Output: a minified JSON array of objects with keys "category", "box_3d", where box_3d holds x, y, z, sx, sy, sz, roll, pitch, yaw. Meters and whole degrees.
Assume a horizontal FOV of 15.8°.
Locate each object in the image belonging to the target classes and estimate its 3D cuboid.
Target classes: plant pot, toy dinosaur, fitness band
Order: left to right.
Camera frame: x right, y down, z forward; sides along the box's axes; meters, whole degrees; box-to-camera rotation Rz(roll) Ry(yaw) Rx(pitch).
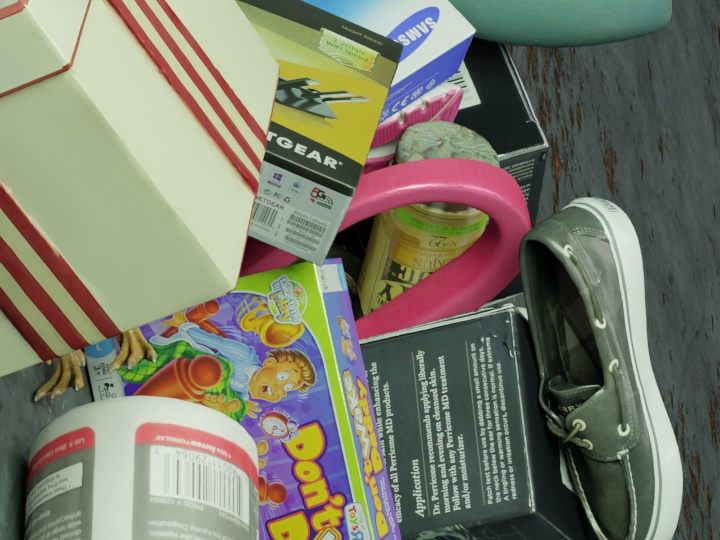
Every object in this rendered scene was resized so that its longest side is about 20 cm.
[{"category":"toy dinosaur","box_3d":[-0.141,-0.001,1.261,0.200,0.060,0.107,-53,126,-67]},{"category":"fitness band","box_3d":[0.000,0.000,1.410,0.143,0.200,0.038,29,38,-42]},{"category":"plant pot","box_3d":[0.081,-0.211,1.493,0.200,0.134,0.201,160,-90,-87]}]

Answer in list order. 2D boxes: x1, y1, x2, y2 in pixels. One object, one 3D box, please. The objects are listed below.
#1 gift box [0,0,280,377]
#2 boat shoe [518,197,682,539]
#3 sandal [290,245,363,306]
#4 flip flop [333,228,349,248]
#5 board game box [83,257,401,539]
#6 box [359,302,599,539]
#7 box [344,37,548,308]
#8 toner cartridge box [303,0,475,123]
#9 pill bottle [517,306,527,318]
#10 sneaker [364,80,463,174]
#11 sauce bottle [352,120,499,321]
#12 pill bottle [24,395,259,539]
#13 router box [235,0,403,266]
[{"category":"gift box","box_3d":[-0.141,-0.090,1.090,0.187,0.199,0.185,53,23,-33]},{"category":"boat shoe","box_3d":[0.121,0.062,1.376,0.056,0.069,0.201,-20,105,-38]},{"category":"sandal","box_3d":[-0.032,0.019,1.541,0.200,0.054,0.082,22,81,-68]},{"category":"flip flop","box_3d":[-0.050,-0.067,1.582,0.081,0.057,0.200,-52,150,-28]},{"category":"board game box","box_3d":[-0.057,0.105,1.319,0.045,0.134,0.201,-3,80,-72]},{"category":"box","box_3d":[0.031,0.123,1.466,0.200,0.196,0.124,42,40,-60]},{"category":"box","box_3d":[0.039,-0.074,1.625,0.200,0.104,0.148,92,-21,-64]},{"category":"toner cartridge box","box_3d":[-0.042,-0.106,1.411,0.095,0.200,0.043,47,-30,14]},{"category":"pill bottle","box_3d":[0.081,0.132,1.738,0.116,0.115,0.201,3,74,-71]},{"category":"sneaker","box_3d":[-0.045,-0.085,1.471,0.088,0.200,0.081,56,-28,21]},{"category":"sauce bottle","box_3d":[0.031,0.009,1.507,0.065,0.064,0.200,-79,-178,-51]},{"category":"pill bottle","box_3d":[-0.101,0.168,1.181,0.111,0.110,0.201,51,31,-53]},{"category":"router box","box_3d":[-0.087,-0.098,1.294,0.157,0.199,0.052,-74,-172,-57]}]
